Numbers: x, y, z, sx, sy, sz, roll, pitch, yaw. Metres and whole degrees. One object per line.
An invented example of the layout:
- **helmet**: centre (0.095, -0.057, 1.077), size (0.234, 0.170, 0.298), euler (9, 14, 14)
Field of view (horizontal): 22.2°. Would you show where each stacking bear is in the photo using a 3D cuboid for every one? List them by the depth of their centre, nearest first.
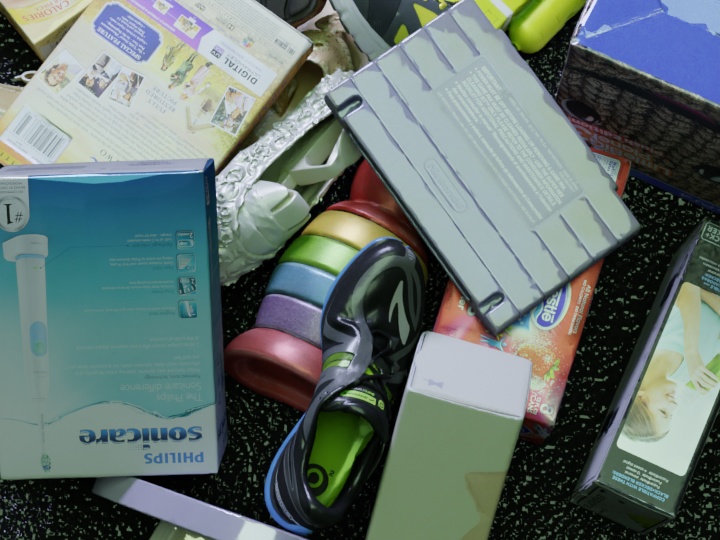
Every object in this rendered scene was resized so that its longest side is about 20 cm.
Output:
- **stacking bear**: centre (0.000, 0.000, 1.292), size (0.121, 0.114, 0.201), euler (26, 72, 9)

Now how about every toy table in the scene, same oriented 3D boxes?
- **toy table**: centre (-0.113, 0.211, 1.212), size (0.183, 0.200, 0.118), euler (25, 79, -33)

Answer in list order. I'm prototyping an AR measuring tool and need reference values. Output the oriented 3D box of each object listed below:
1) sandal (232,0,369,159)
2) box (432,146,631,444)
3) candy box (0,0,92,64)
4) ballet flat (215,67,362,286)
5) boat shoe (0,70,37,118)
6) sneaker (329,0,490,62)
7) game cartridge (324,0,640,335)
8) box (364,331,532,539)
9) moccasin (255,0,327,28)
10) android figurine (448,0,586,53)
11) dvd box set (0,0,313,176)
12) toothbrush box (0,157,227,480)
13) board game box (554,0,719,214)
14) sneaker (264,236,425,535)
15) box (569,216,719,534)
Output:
- **sandal**: centre (-0.037, -0.132, 1.341), size (0.077, 0.070, 0.212), euler (28, 78, 7)
- **box**: centre (0.113, 0.011, 1.290), size (0.099, 0.096, 0.201), euler (17, 77, 5)
- **candy box**: centre (-0.195, -0.260, 1.382), size (0.200, 0.055, 0.116), euler (-38, 78, -9)
- **ballet flat**: centre (-0.047, -0.066, 1.272), size (0.072, 0.072, 0.200), euler (36, 70, 9)
- **boat shoe**: centre (-0.193, -0.116, 1.329), size (0.200, 0.073, 0.063), euler (14, 90, 8)
- **sneaker**: centre (0.043, -0.172, 1.303), size (0.084, 0.075, 0.200), euler (-37, 110, 8)
- **game cartridge**: centre (0.084, -0.073, 1.241), size (0.129, 0.038, 0.200), euler (-34, 83, -12)
- **box**: centre (0.049, 0.153, 1.207), size (0.077, 0.095, 0.201), euler (15, 115, 3)
- **moccasin**: centre (-0.119, -0.184, 1.355), size (0.201, 0.078, 0.074), euler (-24, 92, 10)
- **android figurine**: centre (0.083, -0.241, 1.375), size (0.182, 0.041, 0.200), euler (42, 74, 5)
- **dvd box set**: centre (-0.148, -0.119, 1.279), size (0.146, 0.029, 0.200), euler (35, 81, 6)
- **toothbrush box**: centre (-0.165, 0.031, 1.206), size (0.146, 0.085, 0.201), euler (-3, 98, 1)
- **board game box**: centre (0.225, -0.133, 1.272), size (0.159, 0.200, 0.097), euler (24, 78, 7)
- **sneaker**: centre (0.001, 0.077, 1.178), size (0.071, 0.083, 0.200), euler (25, 78, -21)
- **box**: centre (0.216, 0.076, 1.265), size (0.060, 0.117, 0.201), euler (25, 76, 4)
